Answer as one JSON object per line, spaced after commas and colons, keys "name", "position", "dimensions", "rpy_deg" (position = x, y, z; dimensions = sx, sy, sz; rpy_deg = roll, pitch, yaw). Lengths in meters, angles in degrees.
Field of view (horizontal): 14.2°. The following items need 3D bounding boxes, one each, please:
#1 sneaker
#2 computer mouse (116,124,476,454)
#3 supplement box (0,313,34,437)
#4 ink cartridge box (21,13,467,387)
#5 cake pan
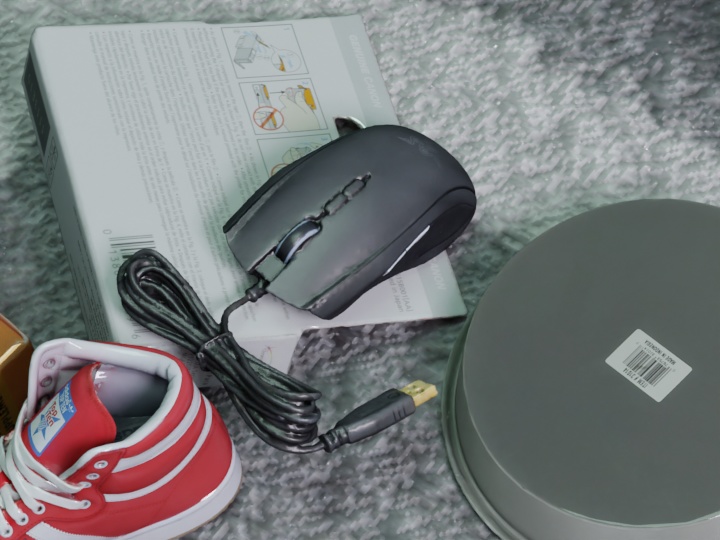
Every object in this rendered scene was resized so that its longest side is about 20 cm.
{"name": "sneaker", "position": [-0.154, 0.100, 1.292], "dimensions": [0.199, 0.113, 0.071], "rpy_deg": [-28, 57, -8]}
{"name": "computer mouse", "position": [0.000, 0.000, 1.334], "dimensions": [0.200, 0.046, 0.140], "rpy_deg": [-28, 63, -34]}
{"name": "supplement box", "position": [-0.235, 0.098, 1.337], "dimensions": [0.069, 0.067, 0.200], "rpy_deg": [37, 71, 25]}
{"name": "ink cartridge box", "position": [-0.060, -0.037, 1.407], "dimensions": [0.173, 0.044, 0.201], "rpy_deg": [-4, 53, -21]}
{"name": "cake pan", "position": [0.133, 0.049, 1.318], "dimensions": [0.199, 0.037, 0.201], "rpy_deg": [-5, 58, 7]}
